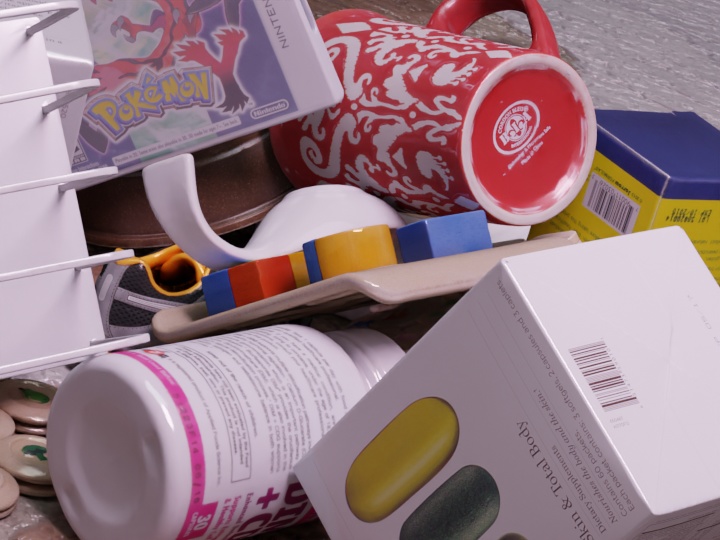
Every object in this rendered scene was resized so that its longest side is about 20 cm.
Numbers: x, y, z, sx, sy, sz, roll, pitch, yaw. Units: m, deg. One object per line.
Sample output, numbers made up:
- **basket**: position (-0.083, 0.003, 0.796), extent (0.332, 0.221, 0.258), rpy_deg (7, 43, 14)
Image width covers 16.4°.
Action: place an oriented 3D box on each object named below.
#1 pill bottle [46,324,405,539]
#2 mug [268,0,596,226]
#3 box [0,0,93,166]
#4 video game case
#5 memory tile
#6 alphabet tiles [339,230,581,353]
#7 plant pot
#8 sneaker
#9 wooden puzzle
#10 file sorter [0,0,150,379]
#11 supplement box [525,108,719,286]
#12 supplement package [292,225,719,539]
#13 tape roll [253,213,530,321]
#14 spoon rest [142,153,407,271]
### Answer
- **pill bottle**: position (-0.065, 0.091, 1.393), extent (0.199, 0.114, 0.113), rpy_deg (-9, 33, -44)
- **mug**: position (0.053, -0.115, 1.603), extent (0.133, 0.178, 0.200), rpy_deg (17, -1, -35)
- **box**: position (-0.281, -0.080, 1.531), extent (0.198, 0.201, 0.131), rpy_deg (9, 25, -15)
- **video game case**: position (-0.133, -0.160, 1.582), extent (0.199, 0.183, 0.023), rpy_deg (-17, 17, 20)
- **memory tile**: position (-0.236, 0.092, 1.406), extent (0.153, 0.017, 0.200), rpy_deg (28, 27, 28)
- **alphabet tiles**: position (0.046, 0.029, 1.556), extent (0.200, 0.015, 0.195), rpy_deg (-34, 15, -33)
- **plant pot**: position (-0.135, -0.148, 1.698), extent (0.199, 0.199, 0.200), rpy_deg (-11, 27, 6)
- **sneaker**: position (-0.096, 0.018, 1.586), extent (0.078, 0.078, 0.200), rpy_deg (28, 24, 32)
- **wooden puzzle**: position (0.000, 0.000, 1.496), extent (0.185, 0.047, 0.200), rpy_deg (-10, -1, -45)
- **file sorter**: position (-0.207, -0.040, 1.371), extent (0.138, 0.201, 0.124), rpy_deg (-12, 0, -25)
- **supplement box**: position (0.177, 0.007, 1.624), extent (0.108, 0.201, 0.109), rpy_deg (0, 27, -36)
- **supplement package**: position (0.100, 0.101, 1.307), extent (0.150, 0.200, 0.152), rpy_deg (-10, 63, -45)
- **tape roll**: position (0.026, -0.029, 1.777), extent (0.202, 0.071, 0.203), rpy_deg (14, 24, -6)
- **spoon rest**: position (-0.052, -0.025, 1.552), extent (0.099, 0.061, 0.200), rpy_deg (-15, -18, 39)
